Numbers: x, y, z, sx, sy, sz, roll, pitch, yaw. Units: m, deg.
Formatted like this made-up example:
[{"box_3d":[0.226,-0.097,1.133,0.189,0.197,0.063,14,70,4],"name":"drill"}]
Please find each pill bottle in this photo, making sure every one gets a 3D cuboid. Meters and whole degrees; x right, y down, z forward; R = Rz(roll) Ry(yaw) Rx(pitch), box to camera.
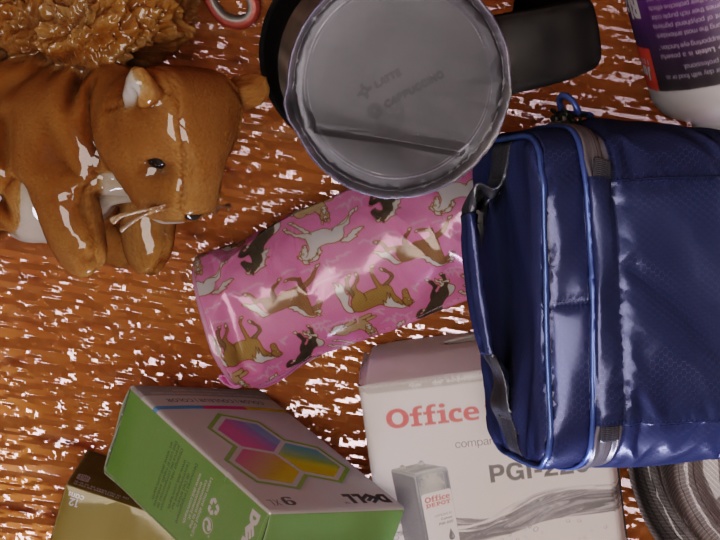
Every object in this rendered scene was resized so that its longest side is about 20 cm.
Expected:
[{"box_3d":[0.202,-0.148,1.291,0.110,0.111,0.202,-15,102,8],"name":"pill bottle"}]

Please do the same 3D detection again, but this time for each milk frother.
[{"box_3d":[0.016,-0.161,1.261,0.180,0.188,0.201,-29,102,-2],"name":"milk frother"}]

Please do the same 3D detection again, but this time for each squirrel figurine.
[{"box_3d":[-0.141,-0.096,1.296,0.186,0.141,0.202,-16,74,50],"name":"squirrel figurine"}]

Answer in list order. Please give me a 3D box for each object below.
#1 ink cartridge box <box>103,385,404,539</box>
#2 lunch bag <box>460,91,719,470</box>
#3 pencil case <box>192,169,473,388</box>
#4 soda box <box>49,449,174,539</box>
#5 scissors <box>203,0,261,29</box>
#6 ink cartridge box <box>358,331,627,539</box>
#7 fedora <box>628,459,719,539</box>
[{"box_3d":[-0.048,0.137,1.334,0.103,0.200,0.060,4,113,-42],"name":"ink cartridge box"},{"box_3d":[0.122,0.006,1.251,0.131,0.136,0.202,-4,91,-14],"name":"lunch bag"},{"box_3d":[0.000,0.000,1.364,0.199,0.087,0.083,-20,144,10],"name":"pencil case"},{"box_3d":[-0.087,0.177,1.422,0.198,0.068,0.064,19,105,0],"name":"soda box"},{"box_3d":[-0.077,-0.239,1.341,0.073,0.014,0.202,-13,104,10],"name":"scissors"},{"box_3d":[0.083,0.141,1.391,0.144,0.085,0.202,-7,102,6],"name":"ink cartridge box"},{"box_3d":[0.249,0.126,1.368,0.176,0.090,0.200,-36,99,13],"name":"fedora"}]
